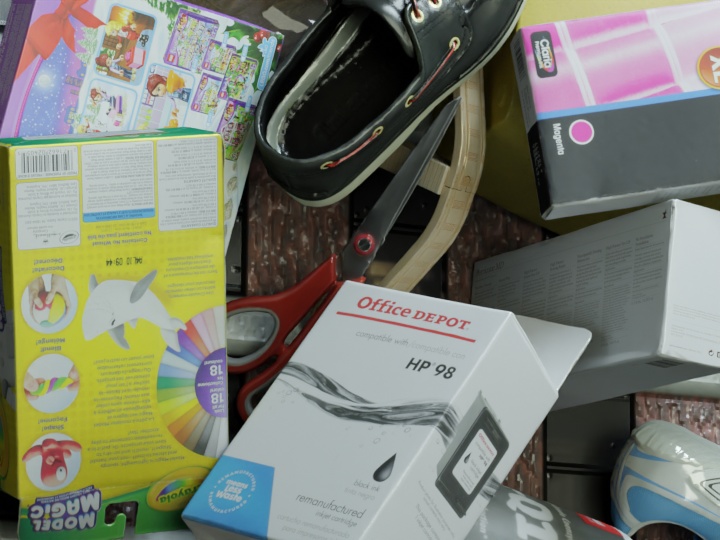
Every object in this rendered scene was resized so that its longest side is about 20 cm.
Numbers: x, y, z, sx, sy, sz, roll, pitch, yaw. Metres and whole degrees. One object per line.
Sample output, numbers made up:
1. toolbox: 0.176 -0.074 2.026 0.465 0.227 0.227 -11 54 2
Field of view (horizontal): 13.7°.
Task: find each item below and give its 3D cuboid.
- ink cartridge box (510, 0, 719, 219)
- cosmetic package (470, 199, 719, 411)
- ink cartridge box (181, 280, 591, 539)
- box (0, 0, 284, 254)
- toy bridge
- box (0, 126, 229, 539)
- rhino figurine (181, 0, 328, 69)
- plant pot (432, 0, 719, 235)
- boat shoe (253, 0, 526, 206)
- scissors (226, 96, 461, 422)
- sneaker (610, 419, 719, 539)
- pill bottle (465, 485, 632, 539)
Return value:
1. ink cartridge box: 0.181 -0.088 1.524 0.199 0.037 0.095 -8 79 -10
2. cosmetic package: 0.126 0.023 1.582 0.050 0.200 0.083 11 76 -26
3. ink cartridge box: 0.015 0.076 1.497 0.200 0.115 0.067 -55 133 -26
4. box: -0.130 -0.043 1.517 0.136 0.039 0.201 16 88 -26
5. toy bridge: 0.033 -0.055 1.575 0.027 0.067 0.201 10 102 -46
6. box: -0.125 0.033 1.480 0.117 0.048 0.201 -4 98 -26
7. rhino figurine: -0.052 -0.146 1.593 0.200 0.060 0.088 44 70 -13
8. plant pot: 0.143 -0.120 1.633 0.175 0.200 0.201 8 77 -15
9. boat shoe: 0.022 -0.122 1.523 0.074 0.063 0.202 38 84 18
10. scissors: 0.000 0.000 1.563 0.200 0.014 0.073 -42 93 8
11. sneaker: 0.233 0.139 1.694 0.199 0.072 0.073 16 110 -12
12. pill bottle: 0.081 0.176 1.580 0.199 0.114 0.115 21 72 -25
